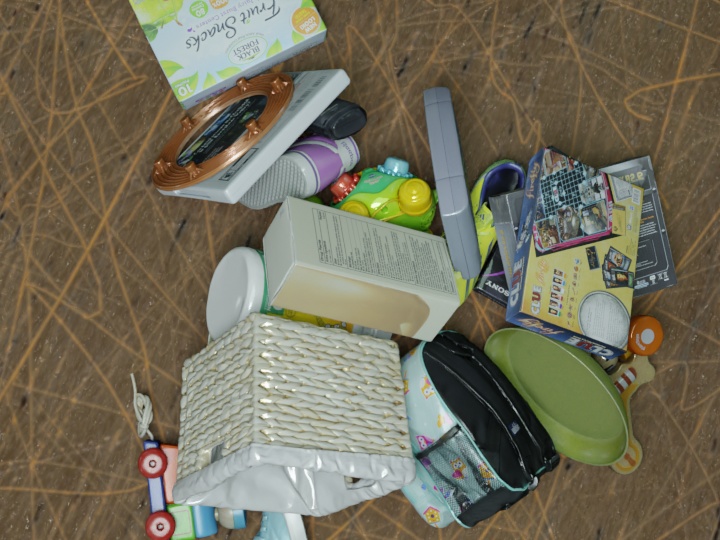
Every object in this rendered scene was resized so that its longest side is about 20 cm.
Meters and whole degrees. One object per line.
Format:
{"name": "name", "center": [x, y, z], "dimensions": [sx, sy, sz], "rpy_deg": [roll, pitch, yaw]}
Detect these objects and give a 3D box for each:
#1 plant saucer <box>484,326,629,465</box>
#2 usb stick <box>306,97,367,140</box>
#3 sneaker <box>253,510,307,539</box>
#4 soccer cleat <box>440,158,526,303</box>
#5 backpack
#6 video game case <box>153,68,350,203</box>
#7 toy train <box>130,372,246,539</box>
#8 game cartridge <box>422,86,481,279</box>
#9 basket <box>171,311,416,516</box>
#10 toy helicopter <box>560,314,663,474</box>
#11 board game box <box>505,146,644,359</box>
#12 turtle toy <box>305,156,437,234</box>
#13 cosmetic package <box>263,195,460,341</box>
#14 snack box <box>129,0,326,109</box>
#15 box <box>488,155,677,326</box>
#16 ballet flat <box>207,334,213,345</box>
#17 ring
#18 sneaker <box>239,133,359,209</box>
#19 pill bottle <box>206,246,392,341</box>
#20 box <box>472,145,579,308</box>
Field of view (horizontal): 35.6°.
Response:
{"name": "plant saucer", "center": [0.228, 0.136, 1.278], "dimensions": [0.200, 0.200, 0.031], "rpy_deg": [47, 63, 2]}
{"name": "usb stick", "center": [-0.052, -0.182, 1.289], "dimensions": [0.055, 0.200, 0.033], "rpy_deg": [-27, 115, -15]}
{"name": "sneaker", "center": [-0.101, 0.318, 1.297], "dimensions": [0.081, 0.074, 0.202], "rpy_deg": [-13, 85, -7]}
{"name": "soccer cleat", "center": [0.136, -0.045, 1.336], "dimensions": [0.064, 0.084, 0.201], "rpy_deg": [29, 84, -1]}
{"name": "backpack", "center": [0.106, 0.176, 1.268], "dimensions": [0.153, 0.175, 0.201], "rpy_deg": [-35, 83, 30]}
{"name": "video game case", "center": [-0.125, -0.155, 1.271], "dimensions": [0.200, 0.181, 0.023], "rpy_deg": [-49, 120, -20]}
{"name": "toy train", "center": [-0.198, 0.212, 1.298], "dimensions": [0.114, 0.085, 0.202], "rpy_deg": [-7, 85, -8]}
{"name": "game cartridge", "center": [0.103, -0.107, 1.273], "dimensions": [0.040, 0.134, 0.202], "rpy_deg": [-13, 50, 10]}
{"name": "basket", "center": [-0.072, 0.161, 1.189], "dimensions": [0.198, 0.198, 0.163], "rpy_deg": [14, 62, -30]}
{"name": "toy helicopter", "center": [0.293, 0.148, 1.331], "dimensions": [0.131, 0.079, 0.202], "rpy_deg": [-14, 100, -18]}
{"name": "board game box", "center": [0.236, -0.020, 1.223], "dimensions": [0.134, 0.035, 0.202], "rpy_deg": [20, 65, -16]}
{"name": "turtle toy", "center": [0.000, -0.064, 1.314], "dimensions": [0.198, 0.146, 0.102], "rpy_deg": [-19, 63, -5]}
{"name": "cosmetic package", "center": [0.000, 0.000, 1.208], "dimensions": [0.198, 0.071, 0.106], "rpy_deg": [15, 42, -23]}
{"name": "snack box", "center": [-0.159, -0.304, 1.359], "dimensions": [0.199, 0.053, 0.143], "rpy_deg": [-28, 88, -5]}
{"name": "box", "center": [0.261, -0.034, 1.308], "dimensions": [0.198, 0.048, 0.160], "rpy_deg": [-16, 95, -18]}
{"name": "ballet flat", "center": [-0.150, 0.115, 1.325], "dimensions": [0.066, 0.068, 0.202], "rpy_deg": [0, 79, 16]}
{"name": "ring", "center": [-0.162, -0.165, 1.283], "dimensions": [0.200, 0.200, 0.019], "rpy_deg": [-40, 118, -5]}
{"name": "sneaker", "center": [-0.078, -0.124, 1.308], "dimensions": [0.114, 0.199, 0.073], "rpy_deg": [-33, 116, -32]}
{"name": "pill bottle", "center": [-0.065, 0.047, 1.274], "dimensions": [0.198, 0.112, 0.114], "rpy_deg": [15, 83, -32]}
{"name": "box", "center": [0.244, -0.031, 1.366], "dimensions": [0.142, 0.036, 0.201], "rpy_deg": [28, 85, 0]}
